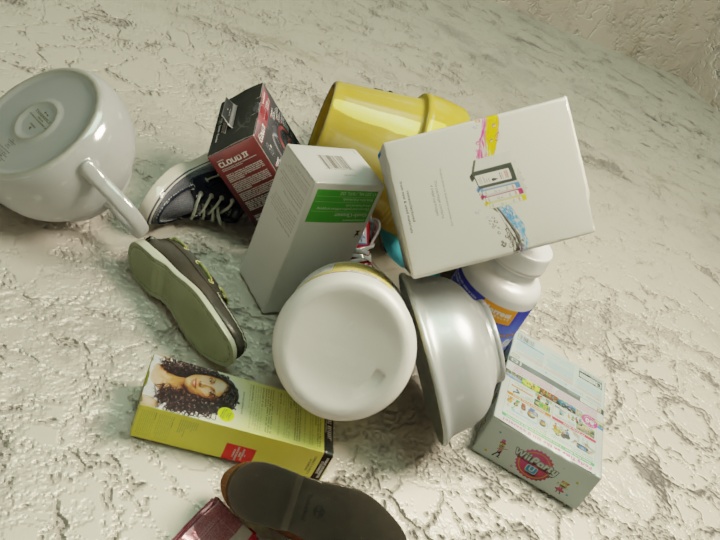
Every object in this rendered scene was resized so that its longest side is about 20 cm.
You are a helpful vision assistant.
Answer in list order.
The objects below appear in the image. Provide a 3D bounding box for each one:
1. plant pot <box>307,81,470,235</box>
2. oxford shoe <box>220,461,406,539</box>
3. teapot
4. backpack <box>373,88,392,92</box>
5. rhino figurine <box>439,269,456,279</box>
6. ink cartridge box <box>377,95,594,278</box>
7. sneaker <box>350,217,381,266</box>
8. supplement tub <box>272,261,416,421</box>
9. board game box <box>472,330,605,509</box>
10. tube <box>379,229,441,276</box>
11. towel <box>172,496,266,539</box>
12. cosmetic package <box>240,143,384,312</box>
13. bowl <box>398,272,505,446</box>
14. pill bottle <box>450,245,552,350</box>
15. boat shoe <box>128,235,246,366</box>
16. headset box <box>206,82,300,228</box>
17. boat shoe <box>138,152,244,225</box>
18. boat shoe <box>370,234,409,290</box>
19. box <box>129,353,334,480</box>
[{"bbox_3d":[0.026,-0.165,1.050,0.187,0.202,0.202,19,34,-12],"label":"plant pot"},{"bbox_3d":[-0.042,0.229,0.708,0.199,0.071,0.072,33,70,-17],"label":"oxford shoe"},{"bbox_3d":[-0.343,-0.129,0.898,0.194,0.147,0.202,-9,55,12],"label":"teapot"},{"bbox_3d":[0.041,-0.207,1.260,0.161,0.169,0.201,24,28,-20],"label":"backpack"},{"bbox_3d":[0.196,0.018,1.125,0.199,0.061,0.087,26,-11,-36],"label":"rhino figurine"},{"bbox_3d":[0.132,-0.089,0.835,0.197,0.147,0.147,-14,4,0],"label":"ink cartridge box"},{"bbox_3d":[0.000,0.000,0.999,0.071,0.113,0.201,-1,42,-39],"label":"sneaker"},{"bbox_3d":[-0.015,0.067,0.815,0.144,0.147,0.200,26,4,-2],"label":"supplement tub"},{"bbox_3d":[0.236,0.184,0.970,0.146,0.065,0.200,30,31,4],"label":"board game box"},{"bbox_3d":[0.099,0.004,1.136,0.200,0.051,0.077,43,37,11],"label":"tube"},{"bbox_3d":[-0.089,0.293,0.621,0.199,0.023,0.144,35,34,9],"label":"towel"},{"bbox_3d":[-0.065,-0.049,0.939,0.106,0.202,0.085,-4,42,-36],"label":"cosmetic package"},{"bbox_3d":[0.109,0.090,0.864,0.089,0.203,0.202,-14,41,-1],"label":"bowl"},{"bbox_3d":[0.167,0.038,0.989,0.111,0.201,0.113,18,34,-13],"label":"pill bottle"},{"bbox_3d":[-0.188,0.027,0.863,0.060,0.072,0.201,-20,53,-44],"label":"boat shoe"},{"bbox_3d":[-0.130,-0.146,1.033,0.150,0.074,0.201,-92,156,-50],"label":"headset box"},{"bbox_3d":[-0.210,-0.095,1.011,0.092,0.075,0.200,35,32,1],"label":"boat shoe"},{"bbox_3d":[0.015,-0.007,1.086,0.066,0.058,0.200,-7,41,-32],"label":"boat shoe"},{"bbox_3d":[-0.125,0.150,0.762,0.198,0.050,0.076,18,34,-16],"label":"box"}]
